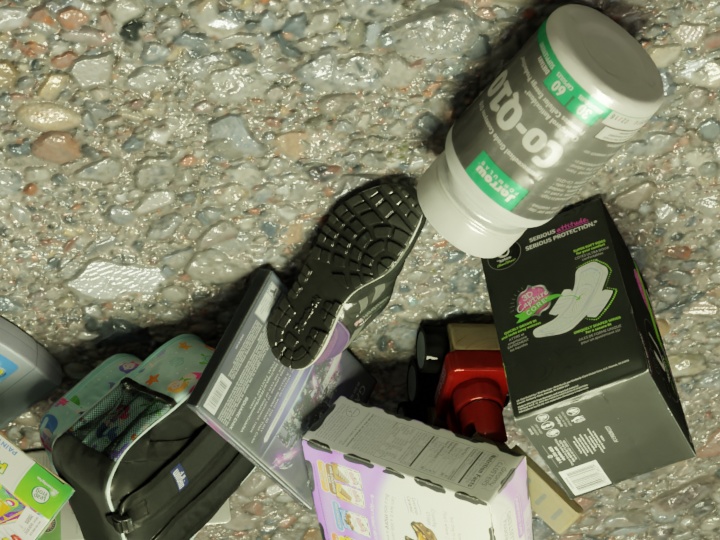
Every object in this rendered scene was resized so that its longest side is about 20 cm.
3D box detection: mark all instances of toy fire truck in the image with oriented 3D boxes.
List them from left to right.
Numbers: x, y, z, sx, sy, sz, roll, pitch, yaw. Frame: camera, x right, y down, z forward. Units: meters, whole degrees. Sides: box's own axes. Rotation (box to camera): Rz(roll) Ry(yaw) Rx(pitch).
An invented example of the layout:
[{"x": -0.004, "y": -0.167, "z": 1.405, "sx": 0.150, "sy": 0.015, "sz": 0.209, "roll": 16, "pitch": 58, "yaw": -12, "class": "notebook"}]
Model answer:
[{"x": 0.118, "y": 0.171, "z": 1.645, "sx": 0.128, "sy": 0.200, "sz": 0.176, "roll": 2, "pitch": 137, "yaw": -11, "class": "toy fire truck"}]

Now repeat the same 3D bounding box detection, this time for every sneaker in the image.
[{"x": 0.000, "y": 0.000, "z": 1.550, "sx": 0.200, "sy": 0.076, "sz": 0.087, "roll": -51, "pitch": 157, "yaw": 25, "class": "sneaker"}]

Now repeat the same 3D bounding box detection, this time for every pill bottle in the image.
[{"x": 0.139, "y": -0.107, "z": 1.406, "sx": 0.113, "sy": 0.113, "sz": 0.200, "roll": 19, "pitch": 131, "yaw": -28, "class": "pill bottle"}]

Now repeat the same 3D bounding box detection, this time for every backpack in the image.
[{"x": -0.182, "y": 0.159, "z": 1.602, "sx": 0.200, "sy": 0.150, "sz": 0.178, "roll": -41, "pitch": 141, "yaw": -25, "class": "backpack"}]

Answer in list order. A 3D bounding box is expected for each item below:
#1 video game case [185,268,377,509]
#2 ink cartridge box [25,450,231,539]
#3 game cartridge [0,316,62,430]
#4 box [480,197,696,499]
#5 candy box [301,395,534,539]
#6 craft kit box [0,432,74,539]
[{"x": -0.067, "y": 0.111, "z": 1.605, "sx": 0.019, "sy": 0.143, "sz": 0.200, "roll": 11, "pitch": 154, "yaw": 39, "class": "video game case"}, {"x": -0.225, "y": 0.229, "z": 1.710, "sx": 0.199, "sy": 0.117, "sz": 0.067, "roll": -6, "pitch": 138, "yaw": -2, "class": "ink cartridge box"}, {"x": -0.375, "y": 0.081, "z": 1.582, "sx": 0.133, "sy": 0.041, "sz": 0.200, "roll": -39, "pitch": 131, "yaw": 24, "class": "game cartridge"}, {"x": 0.198, "y": 0.069, "z": 1.546, "sx": 0.124, "sy": 0.200, "sz": 0.149, "roll": -21, "pitch": 138, "yaw": 15, "class": "box"}, {"x": 0.057, "y": 0.223, "z": 1.613, "sx": 0.200, "sy": 0.072, "sz": 0.168, "roll": 16, "pitch": 133, "yaw": 29, "class": "candy box"}, {"x": -0.370, "y": 0.186, "z": 1.574, "sx": 0.197, "sy": 0.049, "sz": 0.200, "roll": 40, "pitch": 142, "yaw": 0, "class": "craft kit box"}]
